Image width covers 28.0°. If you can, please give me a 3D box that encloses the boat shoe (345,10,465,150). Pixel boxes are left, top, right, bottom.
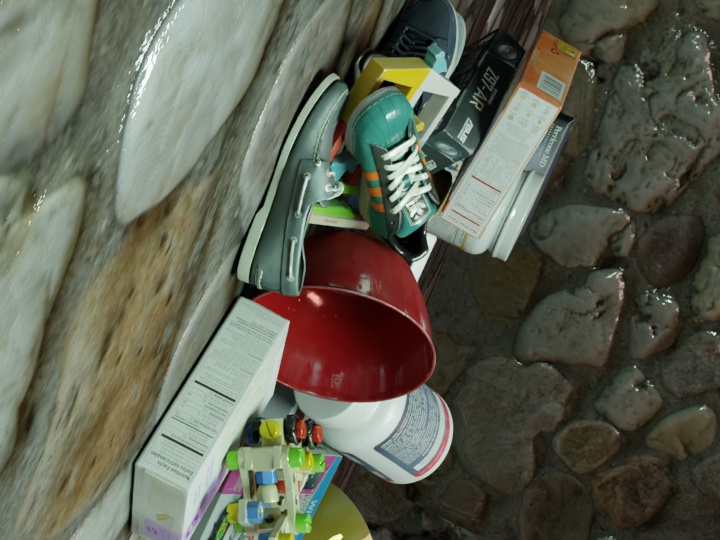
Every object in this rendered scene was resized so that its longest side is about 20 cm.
[{"bbox_3d":[0.054,-0.191,1.575,0.204,0.074,0.086,-63,174,8],"label":"boat shoe"}]

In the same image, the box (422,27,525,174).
[{"bbox_3d":[0.086,-0.175,1.647,0.199,0.043,0.161,-24,-147,55],"label":"box"}]

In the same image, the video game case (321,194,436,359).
[{"bbox_3d":[0.000,0.000,1.575,0.200,0.017,0.144,32,-82,58],"label":"video game case"}]

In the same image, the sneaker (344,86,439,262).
[{"bbox_3d":[0.038,-0.084,1.321,0.071,0.080,0.201,-32,150,-13],"label":"sneaker"}]

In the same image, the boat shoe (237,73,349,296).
[{"bbox_3d":[-0.045,-0.073,1.276,0.202,0.061,0.073,-67,171,8],"label":"boat shoe"}]

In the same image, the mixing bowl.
[{"bbox_3d":[-0.017,0.033,1.427,0.201,0.197,0.109,106,-4,-54],"label":"mixing bowl"}]

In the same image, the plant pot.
[{"bbox_3d":[-0.090,0.497,2.603,0.141,0.200,0.201,-28,153,-32],"label":"plant pot"}]

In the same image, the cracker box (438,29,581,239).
[{"bbox_3d":[0.166,-0.150,1.602,0.201,0.057,0.134,-59,-177,39],"label":"cracker box"}]

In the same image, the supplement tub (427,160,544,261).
[{"bbox_3d":[0.127,-0.110,1.894,0.146,0.198,0.145,-63,173,-13],"label":"supplement tub"}]

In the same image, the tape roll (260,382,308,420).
[{"bbox_3d":[-0.096,0.152,1.687,0.202,0.066,0.201,-63,172,-15],"label":"tape roll"}]

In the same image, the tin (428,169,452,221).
[{"bbox_3d":[0.045,-0.087,1.708,0.112,0.042,0.200,-49,-163,-6],"label":"tin"}]

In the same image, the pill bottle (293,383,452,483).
[{"bbox_3d":[0.013,0.155,1.615,0.200,0.119,0.121,41,73,-53],"label":"pill bottle"}]

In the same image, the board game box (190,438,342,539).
[{"bbox_3d":[-0.120,0.242,1.529,0.199,0.064,0.149,14,103,-60],"label":"board game box"}]

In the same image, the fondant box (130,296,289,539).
[{"bbox_3d":[-0.141,0.145,1.347,0.201,0.058,0.145,-59,171,-34],"label":"fondant box"}]

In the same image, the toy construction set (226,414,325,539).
[{"bbox_3d":[-0.078,0.208,1.380,0.200,0.091,0.133,99,-11,-79],"label":"toy construction set"}]

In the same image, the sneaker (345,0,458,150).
[{"bbox_3d":[0.047,-0.210,1.446,0.146,0.076,0.204,88,26,-74],"label":"sneaker"}]

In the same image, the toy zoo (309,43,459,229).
[{"bbox_3d":[0.016,-0.126,1.348,0.131,0.020,0.201,3,126,-54],"label":"toy zoo"}]

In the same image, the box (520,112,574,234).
[{"bbox_3d":[0.198,-0.180,2.210,0.202,0.197,0.123,-67,173,13],"label":"box"}]
